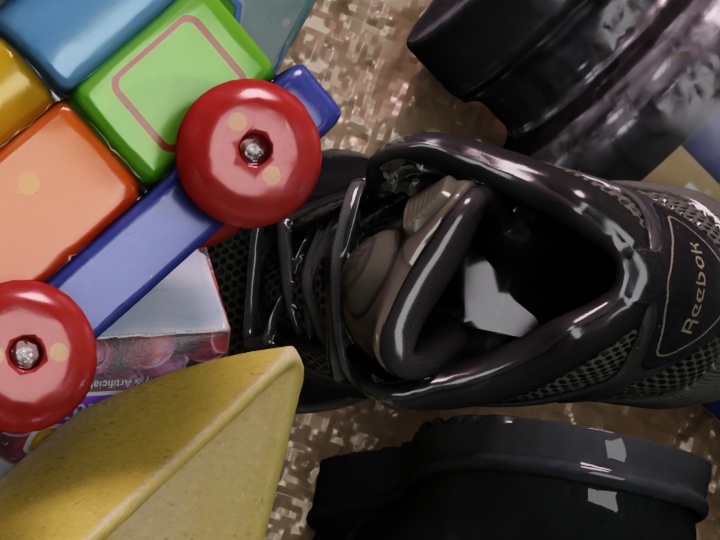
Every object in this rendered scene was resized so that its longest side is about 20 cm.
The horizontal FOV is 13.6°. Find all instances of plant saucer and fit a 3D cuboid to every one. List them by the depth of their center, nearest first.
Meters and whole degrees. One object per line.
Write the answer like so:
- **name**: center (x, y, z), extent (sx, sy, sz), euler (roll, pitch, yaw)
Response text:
- **plant saucer**: center (-0.097, 0.129, 0.739), extent (0.048, 0.200, 0.201), euler (25, 124, 16)

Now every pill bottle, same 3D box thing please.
- **pill bottle**: center (0.112, -0.026, 0.875), extent (0.200, 0.112, 0.112), euler (44, 78, -9)

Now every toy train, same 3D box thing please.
- **toy train**: center (-0.112, -0.008, 0.698), extent (0.200, 0.085, 0.116), euler (-42, 96, -13)

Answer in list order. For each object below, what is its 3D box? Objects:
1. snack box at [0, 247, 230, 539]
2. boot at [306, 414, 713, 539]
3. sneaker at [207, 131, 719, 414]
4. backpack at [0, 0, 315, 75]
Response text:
- **snack box**: center (-0.142, 0.057, 0.797), extent (0.199, 0.053, 0.143), euler (-2, 131, -14)
- **boot**: center (0.022, 0.128, 0.804), extent (0.073, 0.198, 0.163), euler (16, 75, -20)
- **sneaker**: center (0.000, 0.000, 0.802), extent (0.114, 0.199, 0.077), euler (15, 80, -56)
- **backpack**: center (-0.071, -0.109, 0.799), extent (0.166, 0.127, 0.201), euler (23, 114, -14)
